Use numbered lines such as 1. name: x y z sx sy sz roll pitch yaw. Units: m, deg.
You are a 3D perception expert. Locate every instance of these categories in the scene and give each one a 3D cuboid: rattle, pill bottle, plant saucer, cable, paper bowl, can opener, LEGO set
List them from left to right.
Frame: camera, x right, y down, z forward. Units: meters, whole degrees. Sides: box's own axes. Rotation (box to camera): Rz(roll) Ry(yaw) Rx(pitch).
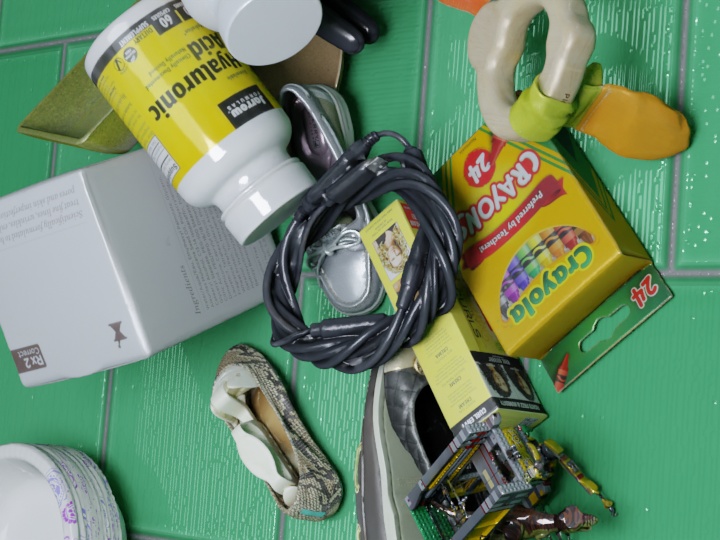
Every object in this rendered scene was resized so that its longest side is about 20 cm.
1. paper bowl: -0.302 0.268 1.518 0.200 0.104 0.202 -9 77 40
2. plant saucer: -0.208 -0.178 1.453 0.200 0.048 0.200 -49 26 -13
3. pill bottle: -0.126 -0.123 1.294 0.111 0.111 0.200 -41 85 28
4. pill bottle: -0.104 -0.262 1.259 0.112 0.112 0.201 -45 54 26
5. plant saucer: -0.081 -0.182 1.446 0.199 0.035 0.202 -8 77 39
6. can opener: -0.069 -0.253 1.359 0.200 0.063 0.079 44 139 12
7. cable: 0.000 0.000 1.249 0.200 0.051 0.164 -46 61 22
8. LEGO set: 0.132 0.183 1.123 0.116 0.153 0.201 -55 43 41
9. rattle: 0.151 -0.172 1.206 0.200 0.142 0.131 -124 33 -58

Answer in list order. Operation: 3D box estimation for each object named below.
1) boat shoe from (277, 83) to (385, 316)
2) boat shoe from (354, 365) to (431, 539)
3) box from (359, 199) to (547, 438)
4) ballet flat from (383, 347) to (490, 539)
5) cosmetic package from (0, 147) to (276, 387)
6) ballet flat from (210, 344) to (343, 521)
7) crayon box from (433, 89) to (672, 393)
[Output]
1. boat shoe: -0.029 -0.060 1.341 0.074 0.065 0.204 -11 89 25
2. boat shoe: 0.025 0.156 1.274 0.060 0.071 0.203 -25 59 47
3. box: 0.072 0.041 1.253 0.050 0.075 0.201 -41 57 27
4. ballet flat: 0.072 0.142 1.233 0.057 0.066 0.201 -38 69 53
5. cosmetic package: -0.203 -0.015 1.387 0.164 0.200 0.166 -15 96 37
6. ballet flat: -0.087 0.135 1.373 0.068 0.075 0.200 -52 54 23
7. crayon box: 0.138 -0.023 1.220 0.127 0.051 0.201 -45 57 26
